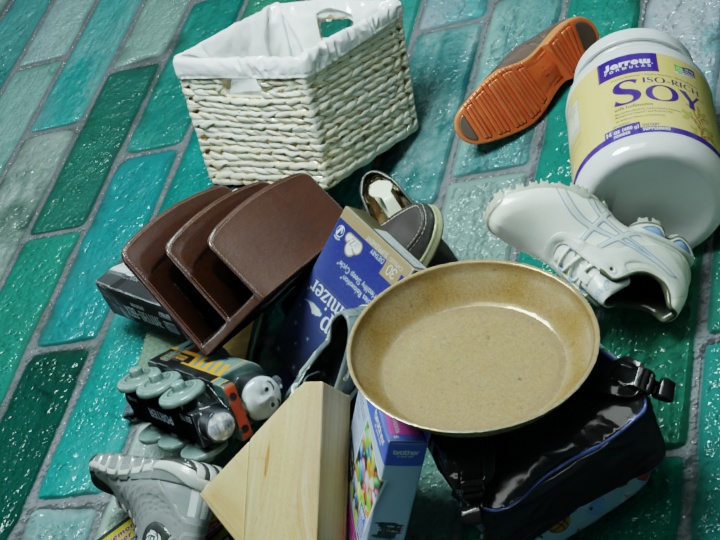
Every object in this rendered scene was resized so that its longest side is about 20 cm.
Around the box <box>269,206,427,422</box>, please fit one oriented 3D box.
[{"bbox_3d":[-0.019,0.055,1.441,0.121,0.032,0.201,43,113,43],"label":"box"}]

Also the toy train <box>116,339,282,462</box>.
[{"bbox_3d":[-0.154,0.120,1.452,0.114,0.086,0.200,-29,18,-26],"label":"toy train"}]

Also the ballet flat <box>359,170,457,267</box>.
[{"bbox_3d":[0.041,-0.041,1.571,0.068,0.069,0.200,-31,38,-3],"label":"ballet flat"}]

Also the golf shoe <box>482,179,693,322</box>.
[{"bbox_3d":[0.205,-0.015,1.354,0.199,0.078,0.097,17,41,-4],"label":"golf shoe"}]

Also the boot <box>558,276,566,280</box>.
[{"bbox_3d":[0.106,0.076,1.404,0.199,0.072,0.145,-9,43,37],"label":"boot"}]

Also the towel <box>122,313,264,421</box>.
[{"bbox_3d":[-0.171,0.072,1.626,0.146,0.022,0.201,-12,43,22],"label":"towel"}]

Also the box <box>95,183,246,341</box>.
[{"bbox_3d":[-0.169,-0.016,1.655,0.200,0.050,0.157,-42,34,-25],"label":"box"}]

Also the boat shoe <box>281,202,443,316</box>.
[{"bbox_3d":[0.000,0.000,1.502,0.200,0.065,0.073,-44,41,27],"label":"boat shoe"}]

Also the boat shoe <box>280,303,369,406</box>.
[{"bbox_3d":[-0.041,0.105,1.384,0.200,0.062,0.073,-51,52,28],"label":"boat shoe"}]

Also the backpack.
[{"bbox_3d":[0.141,0.125,1.260,0.199,0.154,0.191,-28,46,-7],"label":"backpack"}]

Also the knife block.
[{"bbox_3d":[-0.044,0.221,1.287,0.200,0.064,0.176,-47,63,4],"label":"knife block"}]

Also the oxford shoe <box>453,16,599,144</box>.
[{"bbox_3d":[0.176,-0.207,1.681,0.200,0.071,0.073,-37,19,-15],"label":"oxford shoe"}]

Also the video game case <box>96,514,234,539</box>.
[{"bbox_3d":[-0.194,0.294,1.393,0.200,0.026,0.181,-36,39,-6],"label":"video game case"}]

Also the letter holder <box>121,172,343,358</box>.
[{"bbox_3d":[-0.121,-0.033,1.492,0.101,0.142,0.200,-44,-2,35],"label":"letter holder"}]

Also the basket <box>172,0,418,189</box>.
[{"bbox_3d":[-0.067,-0.199,1.697,0.198,0.161,0.200,6,29,37],"label":"basket"}]

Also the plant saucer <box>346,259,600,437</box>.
[{"bbox_3d":[0.090,0.067,1.195,0.199,0.036,0.201,-6,39,5],"label":"plant saucer"}]

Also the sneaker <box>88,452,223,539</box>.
[{"bbox_3d":[-0.202,0.231,1.393,0.200,0.075,0.116,-9,69,54],"label":"sneaker"}]

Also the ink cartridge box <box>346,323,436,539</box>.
[{"bbox_3d":[0.019,0.154,1.279,0.042,0.201,0.120,4,37,-14],"label":"ink cartridge box"}]

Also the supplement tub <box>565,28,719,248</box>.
[{"bbox_3d":[0.271,-0.125,1.451,0.145,0.146,0.200,-16,41,18],"label":"supplement tub"}]
